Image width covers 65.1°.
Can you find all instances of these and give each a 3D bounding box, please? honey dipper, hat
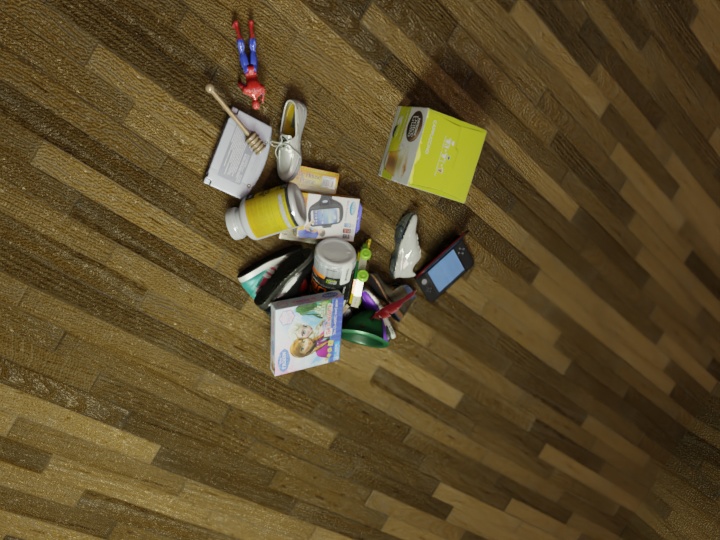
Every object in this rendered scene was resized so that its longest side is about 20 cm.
[{"bbox_3d":[-0.307,-0.374,1.382,0.038,0.038,0.201,-41,115,-6],"label":"honey dipper"},{"bbox_3d":[0.027,0.117,1.634,0.196,0.163,0.182,24,70,-35],"label":"hat"}]

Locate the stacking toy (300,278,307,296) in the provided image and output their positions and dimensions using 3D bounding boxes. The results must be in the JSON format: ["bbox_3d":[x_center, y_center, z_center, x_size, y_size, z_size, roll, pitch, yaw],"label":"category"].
[{"bbox_3d":[-0.174,0.114,1.610,0.082,0.085,0.208,-5,101,-21],"label":"stacking toy"}]

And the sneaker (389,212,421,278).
[{"bbox_3d":[0.143,-0.073,1.682,0.084,0.075,0.207,5,112,-17],"label":"sneaker"}]

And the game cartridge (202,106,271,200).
[{"bbox_3d":[-0.308,-0.294,1.445,0.130,0.040,0.205,22,96,-23],"label":"game cartridge"}]

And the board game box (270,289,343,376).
[{"bbox_3d":[-0.142,0.165,1.494,0.193,0.041,0.207,-10,120,-27],"label":"board game box"}]

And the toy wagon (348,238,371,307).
[{"bbox_3d":[0.000,0.000,1.607,0.038,0.157,0.206,10,59,-4],"label":"toy wagon"}]

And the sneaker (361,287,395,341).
[{"bbox_3d":[0.030,0.152,1.705,0.098,0.070,0.204,-32,115,-8],"label":"sneaker"}]

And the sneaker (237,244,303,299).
[{"bbox_3d":[-0.226,0.023,1.546,0.195,0.084,0.124,-27,110,-5],"label":"sneaker"}]

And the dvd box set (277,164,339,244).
[{"bbox_3d":[-0.144,-0.180,1.550,0.141,0.029,0.207,6,104,-25],"label":"dvd box set"}]

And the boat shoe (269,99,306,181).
[{"bbox_3d":[-0.187,-0.333,1.442,0.072,0.086,0.209,17,100,18],"label":"boat shoe"}]

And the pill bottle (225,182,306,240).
[{"bbox_3d":[-0.243,-0.145,1.447,0.193,0.113,0.115,-15,114,10],"label":"pill bottle"}]

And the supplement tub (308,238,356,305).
[{"bbox_3d":[-0.080,0.025,1.562,0.118,0.124,0.205,-6,132,-20],"label":"supplement tub"}]

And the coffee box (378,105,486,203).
[{"bbox_3d":[0.195,-0.323,1.558,0.194,0.197,0.207,12,101,-25],"label":"coffee box"}]

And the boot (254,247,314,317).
[{"bbox_3d":[-0.169,0.060,1.502,0.211,0.079,0.158,-45,126,-2],"label":"boot"}]

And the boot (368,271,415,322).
[{"bbox_3d":[0.095,0.054,1.710,0.097,0.074,0.202,-45,127,-16],"label":"boot"}]

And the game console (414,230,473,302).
[{"bbox_3d":[0.270,-0.008,1.731,0.198,0.118,0.174,-39,116,-7],"label":"game console"}]

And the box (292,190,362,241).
[{"bbox_3d":[-0.083,-0.147,1.548,0.193,0.041,0.124,3,106,-22],"label":"box"}]

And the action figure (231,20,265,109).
[{"bbox_3d":[-0.274,-0.492,1.390,0.063,0.099,0.208,-9,88,-16],"label":"action figure"}]

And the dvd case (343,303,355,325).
[{"bbox_3d":[-0.093,0.185,1.633,0.016,0.149,0.201,40,86,12],"label":"dvd case"}]
